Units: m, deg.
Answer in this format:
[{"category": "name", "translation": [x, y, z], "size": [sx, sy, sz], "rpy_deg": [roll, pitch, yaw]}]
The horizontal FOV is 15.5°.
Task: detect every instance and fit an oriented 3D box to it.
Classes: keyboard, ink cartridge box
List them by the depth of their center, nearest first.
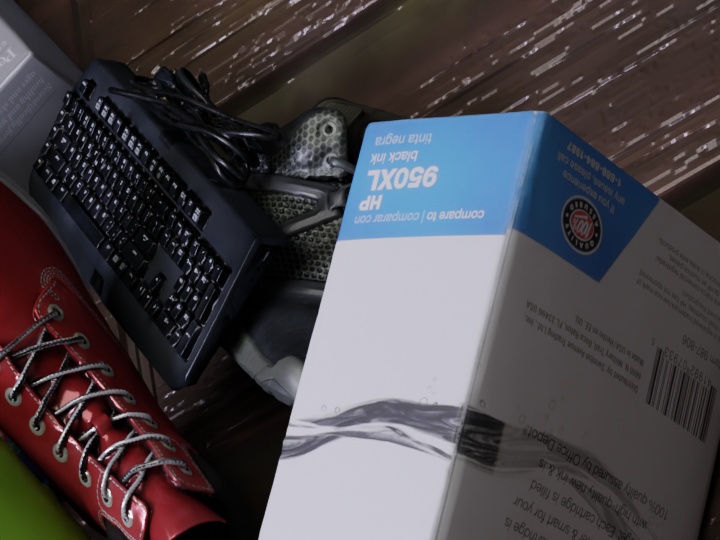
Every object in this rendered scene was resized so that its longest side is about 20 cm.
[{"category": "ink cartridge box", "translation": [0.049, 0.066, 0.913], "size": [0.084, 0.144, 0.201], "rpy_deg": [-1, 67, 41]}, {"category": "keyboard", "translation": [-0.093, -0.039, 1.082], "size": [0.104, 0.040, 0.200], "rpy_deg": [-58, 35, 9]}]

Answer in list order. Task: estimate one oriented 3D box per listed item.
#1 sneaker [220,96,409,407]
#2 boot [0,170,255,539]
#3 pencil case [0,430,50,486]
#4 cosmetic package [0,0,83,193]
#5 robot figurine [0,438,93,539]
[{"category": "sneaker", "translation": [0.000, 0.000, 1.038], "size": [0.114, 0.076, 0.199], "rpy_deg": [-58, 40, 8]}, {"category": "boot", "translation": [-0.112, 0.041, 1.009], "size": [0.072, 0.200, 0.144], "rpy_deg": [-39, 29, -8]}, {"category": "pencil case", "translation": [-0.226, 0.082, 1.180], "size": [0.199, 0.078, 0.087], "rpy_deg": [-17, 73, 31]}, {"category": "cosmetic package", "translation": [-0.202, -0.090, 1.247], "size": [0.107, 0.090, 0.200], "rpy_deg": [-50, 43, 2]}, {"category": "robot figurine", "translation": [-0.161, 0.126, 1.019], "size": [0.116, 0.200, 0.175], "rpy_deg": [-40, 10, 4]}]
